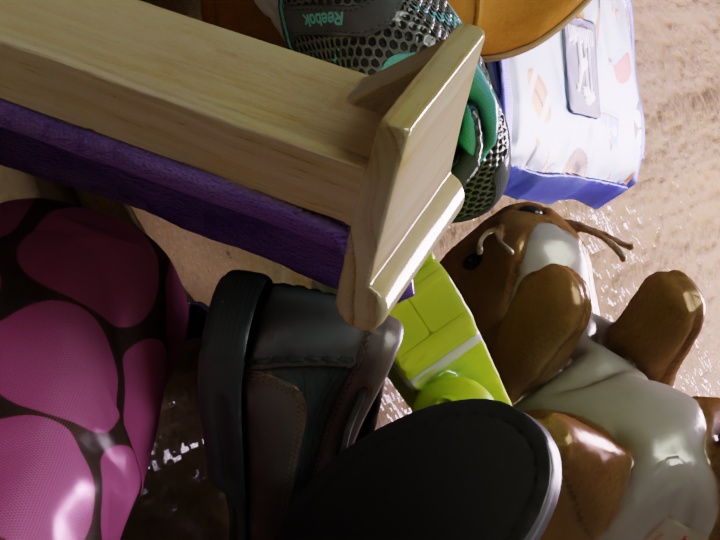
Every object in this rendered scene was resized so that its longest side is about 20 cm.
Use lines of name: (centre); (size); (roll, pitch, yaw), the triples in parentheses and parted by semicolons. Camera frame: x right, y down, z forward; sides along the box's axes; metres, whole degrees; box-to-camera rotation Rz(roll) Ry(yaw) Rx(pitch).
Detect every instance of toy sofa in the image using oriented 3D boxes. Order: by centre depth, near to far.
toy sofa: (-0.071, -0.044, 0.649); (0.200, 0.098, 0.083); (20, 29, 10)

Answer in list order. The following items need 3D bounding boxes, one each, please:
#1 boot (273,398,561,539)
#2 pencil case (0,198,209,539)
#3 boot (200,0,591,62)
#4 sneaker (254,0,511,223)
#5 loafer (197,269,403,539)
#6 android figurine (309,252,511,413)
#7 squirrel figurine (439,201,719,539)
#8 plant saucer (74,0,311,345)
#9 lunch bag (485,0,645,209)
boot: (0.031, 0.129, 0.747); (0.174, 0.200, 0.069); (15, 29, -53)
pencil case: (-0.101, 0.068, 0.651); (0.200, 0.091, 0.094); (-77, 168, -52)
boot: (0.029, -0.138, 0.853); (0.071, 0.201, 0.144); (53, -14, 26)
sneaker: (0.018, -0.057, 0.814); (0.091, 0.078, 0.200); (60, 5, 32)
loafer: (-0.012, 0.077, 0.742); (0.200, 0.063, 0.072); (82, 16, -53)
android figurine: (0.000, 0.000, 0.791); (0.182, 0.041, 0.200); (54, -2, 25)
squirrel figurine: (0.082, 0.074, 0.968); (0.187, 0.142, 0.200); (54, -34, 44)
plant saucer: (-0.065, -0.042, 0.881); (0.200, 0.035, 0.200); (45, 31, -37)
lunch bag: (0.043, -0.117, 1.025); (0.200, 0.124, 0.170); (57, 23, 18)
